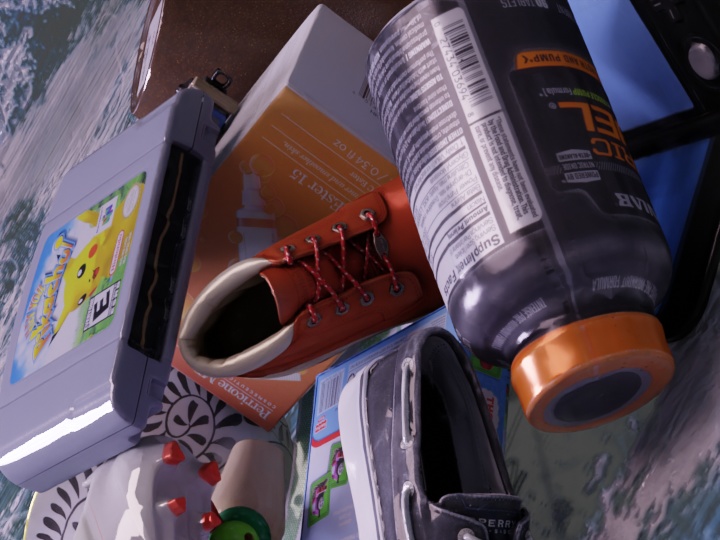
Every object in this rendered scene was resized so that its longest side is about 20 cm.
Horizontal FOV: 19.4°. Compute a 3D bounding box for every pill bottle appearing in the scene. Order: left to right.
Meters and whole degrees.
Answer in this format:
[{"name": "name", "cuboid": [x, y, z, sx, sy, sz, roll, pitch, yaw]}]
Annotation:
[{"name": "pill bottle", "cuboid": [0.078, -0.028, 0.969, 0.106, 0.106, 0.201, -44, 54, 41]}]

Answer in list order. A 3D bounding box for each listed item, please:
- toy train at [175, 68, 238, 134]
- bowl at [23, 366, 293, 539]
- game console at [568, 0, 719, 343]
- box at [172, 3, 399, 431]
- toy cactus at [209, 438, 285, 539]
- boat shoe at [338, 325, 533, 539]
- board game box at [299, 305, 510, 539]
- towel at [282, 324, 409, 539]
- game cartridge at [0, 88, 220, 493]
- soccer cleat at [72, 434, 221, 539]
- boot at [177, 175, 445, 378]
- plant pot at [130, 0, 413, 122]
[{"name": "toy train", "cuboid": [-0.135, -0.033, 1.215, 0.200, 0.034, 0.046, -52, 15, 19]}, {"name": "bowl", "cuboid": [-0.099, 0.143, 1.267, 0.094, 0.200, 0.202, 30, 91, 28]}, {"name": "game console", "cuboid": [0.105, -0.061, 1.053, 0.116, 0.177, 0.200, -37, 9, -24]}, {"name": "box", "cuboid": [-0.037, -0.027, 1.195, 0.200, 0.124, 0.098, -48, 13, 34]}, {"name": "toy cactus", "cuboid": [-0.078, 0.170, 1.149, 0.201, 0.101, 0.166, 85, -168, -50]}, {"name": "boat shoe", "cuboid": [0.045, 0.121, 0.928, 0.068, 0.071, 0.202, -41, 50, 42]}, {"name": "board game box", "cuboid": [0.017, 0.130, 1.051, 0.151, 0.036, 0.202, -31, 47, 54]}, {"name": "towel", "cuboid": [0.013, 0.090, 1.154, 0.200, 0.030, 0.151, -33, 46, 56]}, {"name": "game cartridge", "cuboid": [-0.137, 0.011, 1.113, 0.133, 0.040, 0.202, -33, 39, 47]}, {"name": "soccer cleat", "cuboid": [-0.108, 0.174, 1.017, 0.077, 0.069, 0.201, -26, 45, 31]}, {"name": "boot", "cuboid": [0.000, 0.000, 1.059, 0.199, 0.075, 0.107, -31, -9, 17]}, {"name": "plant pot", "cuboid": [-0.034, -0.117, 1.287, 0.187, 0.198, 0.189, -168, 90, -78]}]
